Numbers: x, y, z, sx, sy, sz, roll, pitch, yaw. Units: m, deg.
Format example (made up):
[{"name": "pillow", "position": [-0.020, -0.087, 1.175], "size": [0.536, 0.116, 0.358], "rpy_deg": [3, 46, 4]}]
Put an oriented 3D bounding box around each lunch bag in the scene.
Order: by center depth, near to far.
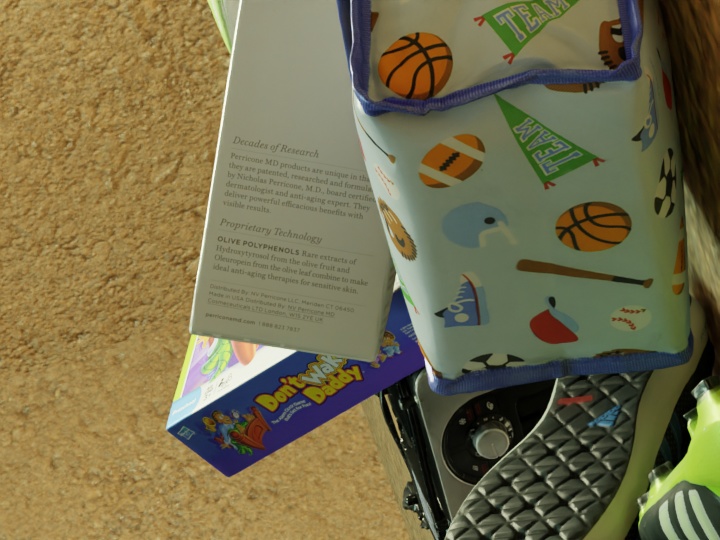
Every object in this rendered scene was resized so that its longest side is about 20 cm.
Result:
[{"name": "lunch bag", "position": [0.053, -0.084, 1.018], "size": [0.170, 0.123, 0.201], "rpy_deg": [76, -169, -50]}]

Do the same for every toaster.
[{"name": "toaster", "position": [0.074, 0.072, 1.379], "size": [0.200, 0.118, 0.182], "rpy_deg": [-117, 10, -64]}]

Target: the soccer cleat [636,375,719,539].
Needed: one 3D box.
[{"name": "soccer cleat", "position": [0.141, 0.089, 0.943], "size": [0.081, 0.067, 0.200], "rpy_deg": [58, 172, 16]}]

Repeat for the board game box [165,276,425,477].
[{"name": "board game box", "position": [0.000, 0.000, 1.310], "size": [0.045, 0.200, 0.135], "rpy_deg": [39, -140, -25]}]

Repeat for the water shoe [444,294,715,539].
[{"name": "water shoe", "position": [0.096, 0.090, 1.053], "size": [0.200, 0.071, 0.079], "rpy_deg": [-55, -51, -39]}]

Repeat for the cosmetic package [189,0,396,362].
[{"name": "cosmetic package", "position": [-0.014, -0.071, 1.164], "size": [0.108, 0.084, 0.201], "rpy_deg": [-63, -19, -84]}]

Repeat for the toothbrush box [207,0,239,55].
[{"name": "toothbrush box", "position": [-0.022, -0.200, 1.310], "size": [0.200, 0.145, 0.086], "rpy_deg": [-113, 6, -58]}]
